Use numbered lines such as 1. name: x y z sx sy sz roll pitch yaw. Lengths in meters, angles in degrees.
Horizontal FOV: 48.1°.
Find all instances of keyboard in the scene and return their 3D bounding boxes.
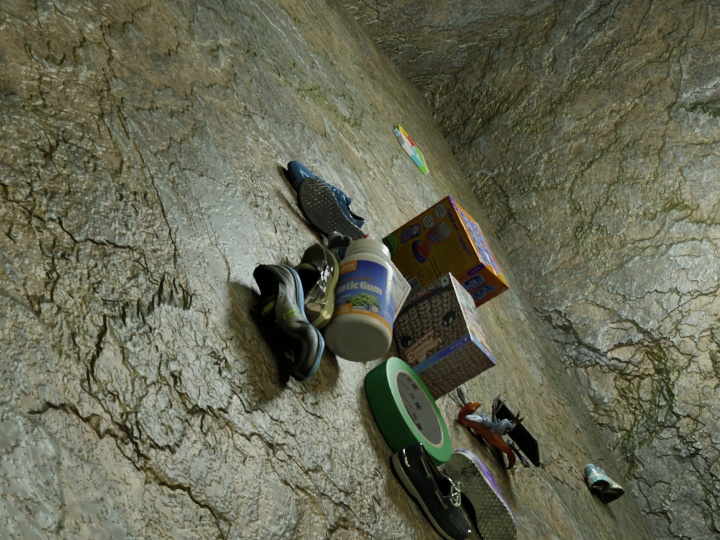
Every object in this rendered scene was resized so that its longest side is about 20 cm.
1. keyboard: 0.360 0.390 1.862 0.200 0.020 0.129 -129 -156 -63

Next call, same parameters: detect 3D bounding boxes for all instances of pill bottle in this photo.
1. pill bottle: 0.003 0.044 1.359 0.112 0.111 0.202 46 34 -33

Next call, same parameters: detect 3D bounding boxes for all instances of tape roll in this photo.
1. tape roll: 0.085 0.250 1.403 0.201 0.048 0.201 51 18 -24

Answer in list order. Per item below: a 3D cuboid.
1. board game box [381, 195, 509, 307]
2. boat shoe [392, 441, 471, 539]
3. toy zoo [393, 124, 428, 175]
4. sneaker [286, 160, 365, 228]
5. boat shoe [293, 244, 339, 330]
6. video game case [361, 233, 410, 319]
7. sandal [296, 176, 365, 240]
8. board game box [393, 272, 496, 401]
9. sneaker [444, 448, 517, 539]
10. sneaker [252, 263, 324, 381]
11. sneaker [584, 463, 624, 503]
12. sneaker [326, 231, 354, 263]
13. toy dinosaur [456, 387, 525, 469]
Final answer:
1. board game box: 0.206 -0.017 1.954 0.199 0.199 0.202 32 31 -55
2. boat shoe: 0.128 0.359 1.309 0.201 0.061 0.075 54 15 -13
3. toy zoo: 0.182 -0.454 2.972 0.200 0.020 0.132 46 20 -36
4. sneaker: -0.068 -0.154 1.640 0.201 0.078 0.066 51 20 -18
5. boat shoe: -0.079 0.014 1.317 0.066 0.071 0.202 52 21 -32
6. video game case: 0.016 0.045 1.482 0.143 0.017 0.201 52 42 -20
7. sandal: -0.063 -0.098 1.595 0.043 0.076 0.201 6 -38 54
8. board game box: 0.161 0.134 1.634 0.097 0.159 0.201 43 21 -36
9. sneaker: 0.233 0.416 1.494 0.202 0.069 0.099 61 15 7
10. sneaker: -0.111 0.073 1.150 0.082 0.071 0.201 17 40 -44
11. sneaker: 0.773 0.670 2.565 0.200 0.077 0.087 43 18 -41
12. sneaker: 0.000 0.000 1.576 0.201 0.075 0.087 56 1 -23
13. toy dinosaur: 0.281 0.337 1.754 0.180 0.104 0.202 1 68 -46
